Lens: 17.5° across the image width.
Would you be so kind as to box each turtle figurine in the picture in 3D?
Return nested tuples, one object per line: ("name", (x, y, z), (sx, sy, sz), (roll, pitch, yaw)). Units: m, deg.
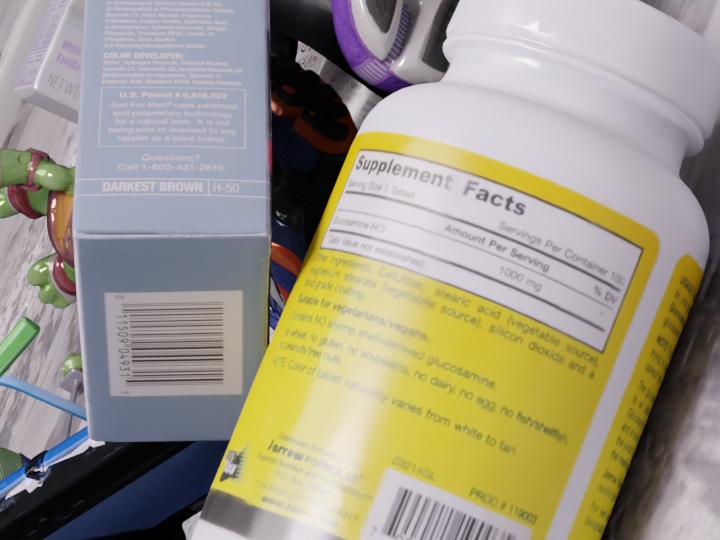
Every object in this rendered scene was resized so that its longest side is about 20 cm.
("turtle figurine", (-0.198, -0.004, 1.365), (0.201, 0.144, 0.194), (-62, 13, -3))

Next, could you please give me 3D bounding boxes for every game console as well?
("game console", (-0.069, 0.125, 0.849), (0.170, 0.119, 0.200), (-33, -11, 15))

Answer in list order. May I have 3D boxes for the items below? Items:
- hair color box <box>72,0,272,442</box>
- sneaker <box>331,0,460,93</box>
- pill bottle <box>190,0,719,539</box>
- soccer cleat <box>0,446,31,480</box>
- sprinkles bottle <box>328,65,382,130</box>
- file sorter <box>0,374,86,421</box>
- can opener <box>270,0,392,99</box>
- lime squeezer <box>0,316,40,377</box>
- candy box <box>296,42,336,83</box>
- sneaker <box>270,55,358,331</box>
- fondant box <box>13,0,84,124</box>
("hair color box", (-0.059, -0.053, 0.760), (0.099, 0.060, 0.201), (94, 174, -49))
("sneaker", (0.008, -0.116, 0.811), (0.083, 0.081, 0.200), (-44, 27, 27))
("pill bottle", (0.035, 0.018, 0.690), (0.201, 0.112, 0.112), (-67, 17, -8))
("soccer cleat", (-0.164, 0.144, 0.865), (0.065, 0.084, 0.200), (-35, 24, 37))
("sprinkles bottle", (0.018, -0.064, 0.926), (0.201, 0.068, 0.068), (-66, 17, -2))
("file sorter", (-0.163, 0.165, 1.042), (0.123, 0.138, 0.201), (-33, 36, 56))
("can opener", (-0.003, -0.097, 0.882), (0.063, 0.079, 0.200), (-37, 43, -28))
("lime squeezer", (-0.199, 0.089, 1.004), (0.200, 0.038, 0.071), (-38, 1, 44))
("candy box", (-0.010, -0.087, 1.053), (0.201, 0.061, 0.136), (-69, 18, -9))
("sneaker", (0.000, 0.000, 0.832), (0.200, 0.075, 0.079), (49, 154, 41))
("fondant box", (-0.064, -0.148, 1.155), (0.201, 0.144, 0.058), (-68, 17, -7))
